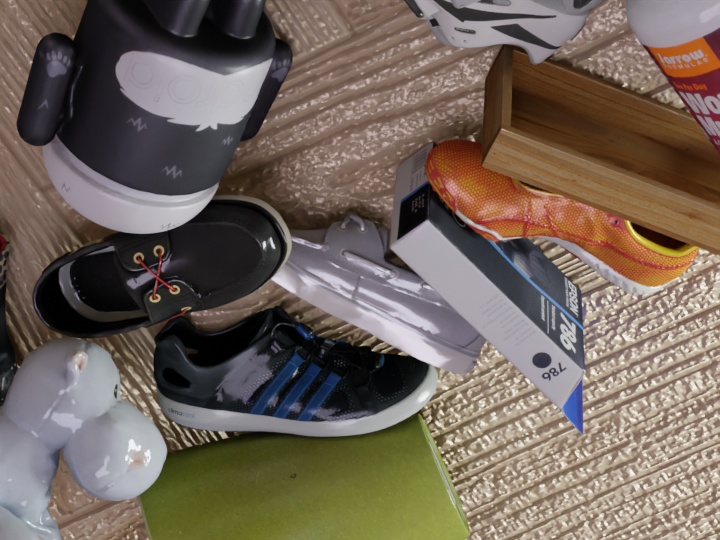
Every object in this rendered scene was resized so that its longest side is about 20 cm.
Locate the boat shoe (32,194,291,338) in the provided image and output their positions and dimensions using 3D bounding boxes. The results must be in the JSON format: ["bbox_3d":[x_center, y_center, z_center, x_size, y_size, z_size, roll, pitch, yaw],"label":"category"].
[{"bbox_3d":[-0.132,0.002,1.691,0.201,0.063,0.074,-14,106,36],"label":"boat shoe"}]

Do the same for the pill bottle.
[{"bbox_3d":[0.232,-0.151,1.569,0.109,0.110,0.200,-29,118,22],"label":"pill bottle"}]

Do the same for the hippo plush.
[{"bbox_3d":[-0.223,0.121,1.740,0.161,0.159,0.200,-40,88,-4],"label":"hippo plush"}]

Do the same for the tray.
[{"bbox_3d":[0.175,-0.072,1.630,0.199,0.099,0.037,19,127,-10],"label":"tray"}]

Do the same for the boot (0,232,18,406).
[{"bbox_3d":[-0.335,0.037,1.761,0.202,0.074,0.154,2,127,-6],"label":"boot"}]

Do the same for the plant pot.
[{"bbox_3d":[-0.031,0.181,1.793,0.199,0.187,0.188,-24,120,3],"label":"plant pot"}]

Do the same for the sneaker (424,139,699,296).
[{"bbox_3d":[0.135,-0.050,1.667,0.199,0.073,0.077,17,138,-21],"label":"sneaker"}]

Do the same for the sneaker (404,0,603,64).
[{"bbox_3d":[0.049,-0.182,1.582,0.199,0.074,0.089,23,127,-16],"label":"sneaker"}]

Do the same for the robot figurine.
[{"bbox_3d":[-0.129,-0.119,1.612,0.150,0.125,0.201,22,123,-4],"label":"robot figurine"}]

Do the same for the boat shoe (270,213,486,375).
[{"bbox_3d":[0.000,0.000,1.720,0.199,0.072,0.069,28,94,0],"label":"boat shoe"}]

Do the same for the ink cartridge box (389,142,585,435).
[{"bbox_3d":[0.099,0.012,1.697,0.039,0.100,0.200,-35,116,23],"label":"ink cartridge box"}]

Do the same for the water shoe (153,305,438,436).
[{"bbox_3d":[-0.047,0.067,1.763,0.199,0.072,0.079,-3,119,5],"label":"water shoe"}]

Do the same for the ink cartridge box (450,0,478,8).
[{"bbox_3d":[0.088,-0.277,1.439,0.144,0.200,0.148,-22,120,16],"label":"ink cartridge box"}]
